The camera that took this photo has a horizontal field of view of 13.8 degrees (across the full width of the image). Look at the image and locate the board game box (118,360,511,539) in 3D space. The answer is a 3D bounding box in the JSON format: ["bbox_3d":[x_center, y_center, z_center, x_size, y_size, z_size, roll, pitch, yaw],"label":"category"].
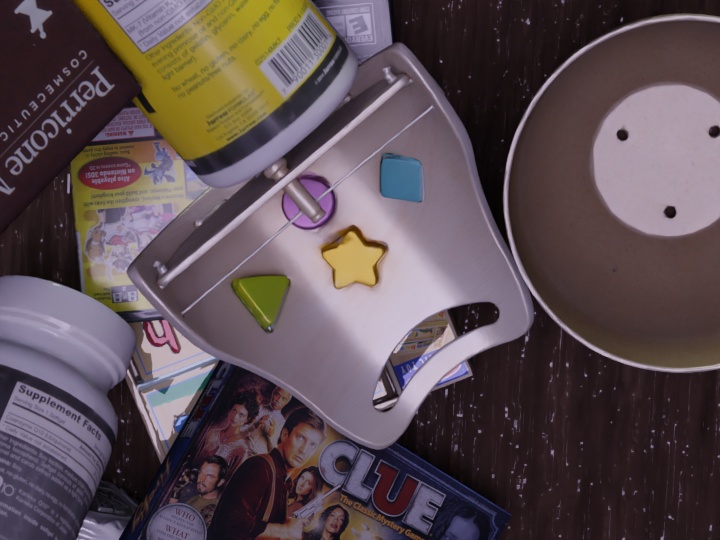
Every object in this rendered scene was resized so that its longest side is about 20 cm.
[{"bbox_3d":[-0.026,0.153,1.761,0.200,0.035,0.136,32,80,-18],"label":"board game box"}]

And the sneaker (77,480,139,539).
[{"bbox_3d":[-0.146,0.188,1.797,0.200,0.078,0.100,21,105,-1],"label":"sneaker"}]

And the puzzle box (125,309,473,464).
[{"bbox_3d":[-0.047,0.037,1.788,0.200,0.025,0.133,-22,100,6],"label":"puzzle box"}]

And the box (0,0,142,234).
[{"bbox_3d":[-0.262,-0.116,1.588,0.166,0.164,0.200,-48,113,-20],"label":"box"}]

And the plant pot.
[{"bbox_3d":[0.181,-0.055,1.706,0.200,0.134,0.201,0,102,2],"label":"plant pot"}]

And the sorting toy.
[{"bbox_3d":[0.000,0.000,1.691,0.200,0.107,0.180,-39,97,2],"label":"sorting toy"}]

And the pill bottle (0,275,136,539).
[{"bbox_3d":[-0.207,0.111,1.705,0.116,0.116,0.200,21,67,-2],"label":"pill bottle"}]

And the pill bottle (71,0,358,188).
[{"bbox_3d":[-0.103,-0.153,1.622,0.114,0.114,0.200,-37,107,8],"label":"pill bottle"}]

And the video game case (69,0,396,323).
[{"bbox_3d":[-0.073,-0.066,1.751,0.199,0.026,0.181,-5,91,5],"label":"video game case"}]
